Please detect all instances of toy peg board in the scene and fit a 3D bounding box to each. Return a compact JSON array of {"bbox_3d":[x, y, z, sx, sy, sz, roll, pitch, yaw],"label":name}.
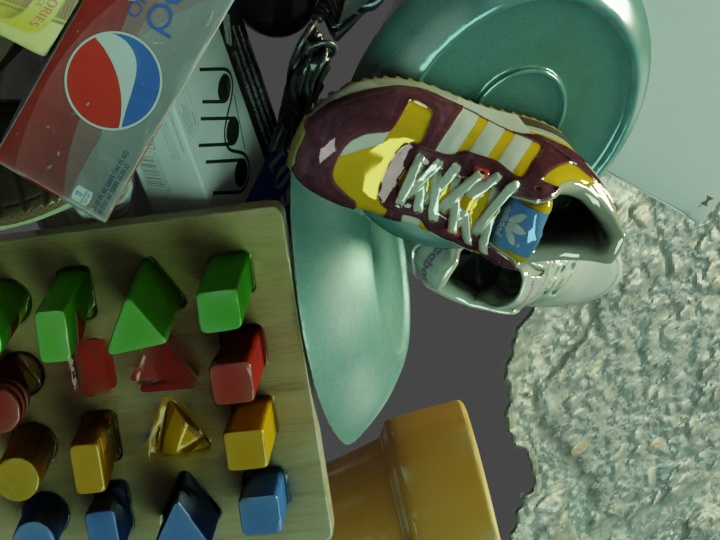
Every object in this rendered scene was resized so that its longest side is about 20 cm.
[{"bbox_3d":[-0.129,0.080,1.482,0.199,0.098,0.201,-7,105,6],"label":"toy peg board"}]

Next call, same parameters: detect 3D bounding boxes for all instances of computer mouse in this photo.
[{"bbox_3d":[0.002,-0.153,1.487,0.046,0.201,0.141,20,151,0],"label":"computer mouse"}]

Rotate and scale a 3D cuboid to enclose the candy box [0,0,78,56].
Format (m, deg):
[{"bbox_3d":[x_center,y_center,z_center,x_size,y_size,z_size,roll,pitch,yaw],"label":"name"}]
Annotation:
[{"bbox_3d":[-0.215,-0.205,1.322,0.199,0.055,0.116,27,111,-18],"label":"candy box"}]

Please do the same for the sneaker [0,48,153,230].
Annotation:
[{"bbox_3d":[-0.157,-0.051,1.526,0.073,0.071,0.200,-31,136,-4],"label":"sneaker"}]

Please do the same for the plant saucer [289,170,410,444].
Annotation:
[{"bbox_3d":[0.000,0.000,1.578,0.038,0.202,0.202,-7,136,11],"label":"plant saucer"}]

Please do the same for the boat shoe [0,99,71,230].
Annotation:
[{"bbox_3d":[-0.225,-0.046,1.467,0.199,0.072,0.076,-7,163,13],"label":"boat shoe"}]

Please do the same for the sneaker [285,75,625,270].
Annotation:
[{"bbox_3d":[0.057,-0.047,1.445,0.199,0.090,0.075,5,121,-34],"label":"sneaker"}]

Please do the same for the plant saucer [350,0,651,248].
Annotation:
[{"bbox_3d":[0.083,-0.091,1.510,0.199,0.027,0.201,-17,131,-20],"label":"plant saucer"}]

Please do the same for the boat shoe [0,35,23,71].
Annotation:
[{"bbox_3d":[-0.187,-0.156,1.426,0.200,0.071,0.063,-46,174,11],"label":"boat shoe"}]

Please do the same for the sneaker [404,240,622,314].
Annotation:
[{"bbox_3d":[0.097,0.002,1.708,0.199,0.100,0.075,10,118,-39],"label":"sneaker"}]

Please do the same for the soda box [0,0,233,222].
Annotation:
[{"bbox_3d":[-0.111,-0.128,1.379,0.070,0.063,0.201,30,91,-8],"label":"soda box"}]

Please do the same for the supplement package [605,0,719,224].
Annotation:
[{"bbox_3d":[0.168,-0.147,1.617,0.199,0.111,0.156,24,112,-43],"label":"supplement package"}]

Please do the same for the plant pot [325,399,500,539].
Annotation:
[{"bbox_3d":[0.001,0.203,1.769,0.182,0.201,0.201,-13,134,-1],"label":"plant pot"}]

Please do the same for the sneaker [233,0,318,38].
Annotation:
[{"bbox_3d":[-0.045,-0.197,1.459,0.075,0.088,0.201,-19,134,-17],"label":"sneaker"}]

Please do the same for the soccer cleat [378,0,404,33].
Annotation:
[{"bbox_3d":[0.055,-0.203,1.538,0.085,0.069,0.200,26,107,-34],"label":"soccer cleat"}]

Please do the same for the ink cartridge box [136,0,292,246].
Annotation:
[{"bbox_3d":[-0.083,-0.059,1.549,0.201,0.044,0.094,72,33,-45],"label":"ink cartridge box"}]
